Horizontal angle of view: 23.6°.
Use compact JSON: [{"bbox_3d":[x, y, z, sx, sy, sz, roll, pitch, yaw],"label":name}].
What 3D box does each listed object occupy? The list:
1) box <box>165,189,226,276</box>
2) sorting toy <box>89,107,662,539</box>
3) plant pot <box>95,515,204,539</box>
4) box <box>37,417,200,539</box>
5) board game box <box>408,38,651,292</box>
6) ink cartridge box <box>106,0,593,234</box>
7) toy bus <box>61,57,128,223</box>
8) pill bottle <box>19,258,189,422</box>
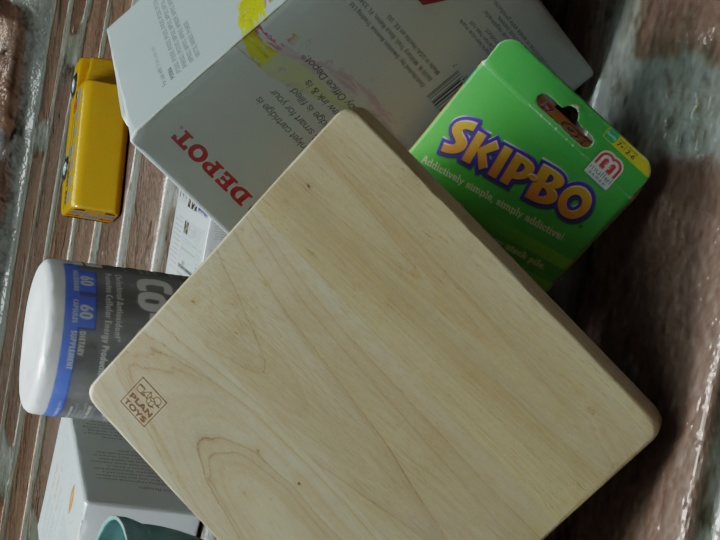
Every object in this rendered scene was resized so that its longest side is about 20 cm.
[{"bbox_3d":[-0.139,-0.036,1.556,0.144,0.036,0.201,-149,70,-70],"label":"box"},{"bbox_3d":[0.009,0.058,0.821,0.199,0.200,0.070,-46,-7,21],"label":"sorting toy"},{"bbox_3d":[-0.119,0.278,1.206,0.200,0.134,0.201,-172,90,-72],"label":"plant pot"},{"bbox_3d":[-0.225,0.230,1.582,0.200,0.106,0.153,-119,42,-62],"label":"box"},{"bbox_3d":[0.048,-0.013,0.842,0.200,0.096,0.030,-50,-7,30],"label":"board game box"},{"bbox_3d":[-0.012,-0.115,0.910,0.200,0.145,0.145,-39,32,9],"label":"ink cartridge box"},{"bbox_3d":[-0.319,-0.161,2.091,0.078,0.065,0.201,152,124,-67],"label":"toy bus"},{"bbox_3d":[-0.142,0.059,1.265,0.114,0.199,0.114,-173,90,-72],"label":"pill bottle"}]
